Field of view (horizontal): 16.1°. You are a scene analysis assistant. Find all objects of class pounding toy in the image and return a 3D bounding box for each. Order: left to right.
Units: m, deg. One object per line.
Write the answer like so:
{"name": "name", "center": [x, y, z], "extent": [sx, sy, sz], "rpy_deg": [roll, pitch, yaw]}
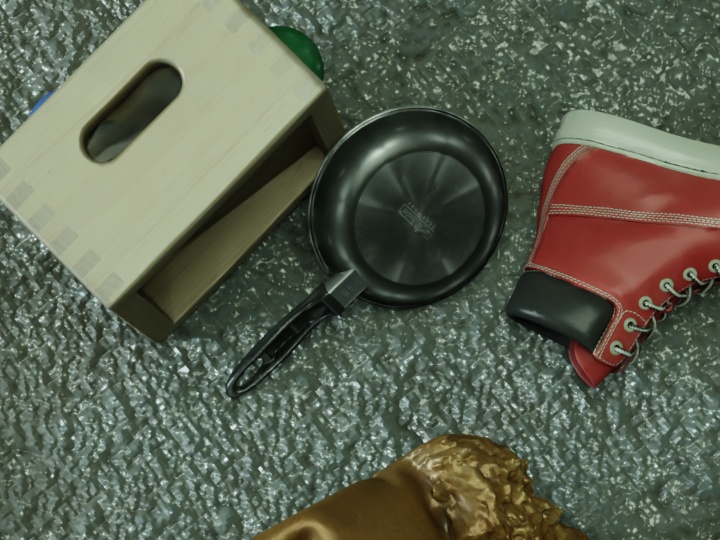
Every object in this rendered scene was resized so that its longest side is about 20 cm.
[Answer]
{"name": "pounding toy", "center": [-0.097, -0.086, 1.359], "extent": [0.142, 0.184, 0.200], "rpy_deg": [44, 87, 9]}

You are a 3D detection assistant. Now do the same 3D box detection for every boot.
{"name": "boot", "center": [0.185, 0.006, 1.376], "extent": [0.199, 0.072, 0.145], "rpy_deg": [13, 76, 13]}

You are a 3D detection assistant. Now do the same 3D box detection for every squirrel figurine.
{"name": "squirrel figurine", "center": [0.040, 0.193, 1.296], "extent": [0.199, 0.142, 0.187], "rpy_deg": [-29, 83, -4]}

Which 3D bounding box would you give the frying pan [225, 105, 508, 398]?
{"name": "frying pan", "center": [-0.005, -0.015, 1.376], "extent": [0.189, 0.031, 0.115], "rpy_deg": [-26, 112, -9]}

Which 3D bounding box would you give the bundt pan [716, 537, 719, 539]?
{"name": "bundt pan", "center": [0.236, 0.229, 1.310], "extent": [0.201, 0.076, 0.203], "rpy_deg": [0, 74, 1]}
